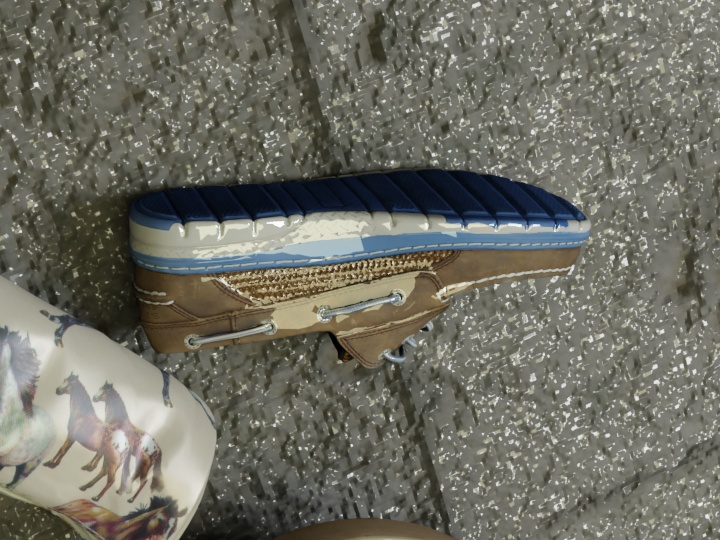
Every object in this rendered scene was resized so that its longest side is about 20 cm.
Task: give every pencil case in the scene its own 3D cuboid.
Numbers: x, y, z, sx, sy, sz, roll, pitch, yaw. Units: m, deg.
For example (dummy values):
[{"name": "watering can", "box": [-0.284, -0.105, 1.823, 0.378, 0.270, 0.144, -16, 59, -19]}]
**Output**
[{"name": "pencil case", "box": [-0.147, 0.051, 0.750, 0.200, 0.078, 0.090, 32, 71, -27]}]

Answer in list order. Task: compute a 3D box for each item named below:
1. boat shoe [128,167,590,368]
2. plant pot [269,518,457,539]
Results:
[{"name": "boat shoe", "box": [0.000, 0.000, 0.808, 0.199, 0.072, 0.073, -2, 111, -12]}, {"name": "plant pot", "box": [-0.018, 0.195, 0.839, 0.200, 0.093, 0.202, -6, 106, -20]}]
